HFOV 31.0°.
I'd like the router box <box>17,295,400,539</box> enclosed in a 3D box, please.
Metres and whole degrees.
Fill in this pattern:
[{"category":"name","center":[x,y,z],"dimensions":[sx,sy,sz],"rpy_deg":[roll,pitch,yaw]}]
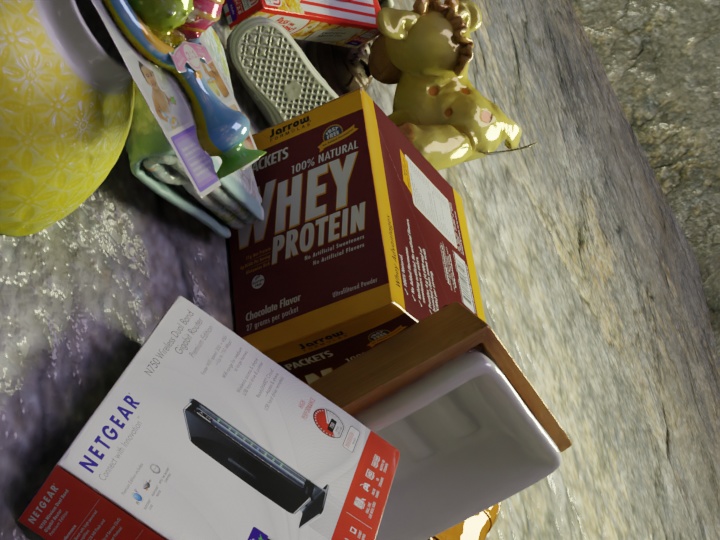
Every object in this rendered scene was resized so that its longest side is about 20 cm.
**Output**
[{"category":"router box","center":[-0.076,0.125,0.759],"dimensions":[0.179,0.049,0.200],"rpy_deg":[36,27,-6]}]

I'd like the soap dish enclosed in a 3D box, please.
[{"category":"soap dish","center":[0.036,0.122,0.956],"dimensions":[0.157,0.199,0.081],"rpy_deg":[51,13,-39]}]

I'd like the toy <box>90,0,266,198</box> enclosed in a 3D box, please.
[{"category":"toy","center":[-0.106,-0.149,0.751],"dimensions":[0.201,0.047,0.115],"rpy_deg":[66,19,-10]}]

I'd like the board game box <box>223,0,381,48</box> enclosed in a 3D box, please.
[{"category":"board game box","center":[-0.068,-0.296,1.233],"dimensions":[0.200,0.046,0.152],"rpy_deg":[-7,75,-55]}]

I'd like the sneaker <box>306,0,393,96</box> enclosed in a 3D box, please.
[{"category":"sneaker","center":[-0.006,-0.234,1.350],"dimensions":[0.071,0.075,0.201],"rpy_deg":[54,25,-36]}]

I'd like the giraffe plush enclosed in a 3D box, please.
[{"category":"giraffe plush","center":[0.062,-0.180,1.270],"dimensions":[0.172,0.199,0.163],"rpy_deg":[-26,103,-67]}]

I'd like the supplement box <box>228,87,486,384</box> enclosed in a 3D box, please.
[{"category":"supplement box","center":[0.000,0.000,1.060],"dimensions":[0.200,0.132,0.198],"rpy_deg":[40,35,-53]}]

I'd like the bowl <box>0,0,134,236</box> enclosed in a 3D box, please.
[{"category":"bowl","center":[-0.188,-0.131,0.751],"dimensions":[0.200,0.107,0.201],"rpy_deg":[51,27,-38]}]

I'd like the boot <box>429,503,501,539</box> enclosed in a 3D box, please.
[{"category":"boot","center":[0.068,0.201,1.125],"dimensions":[0.144,0.070,0.202],"rpy_deg":[47,35,-51]}]

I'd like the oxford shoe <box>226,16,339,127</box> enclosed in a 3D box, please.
[{"category":"oxford shoe","center":[-0.056,-0.146,1.160],"dimensions":[0.200,0.075,0.058],"rpy_deg":[57,-4,-32]}]

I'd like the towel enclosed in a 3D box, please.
[{"category":"towel","center":[-0.130,-0.125,0.927],"dimensions":[0.200,0.048,0.172],"rpy_deg":[49,24,-72]}]
